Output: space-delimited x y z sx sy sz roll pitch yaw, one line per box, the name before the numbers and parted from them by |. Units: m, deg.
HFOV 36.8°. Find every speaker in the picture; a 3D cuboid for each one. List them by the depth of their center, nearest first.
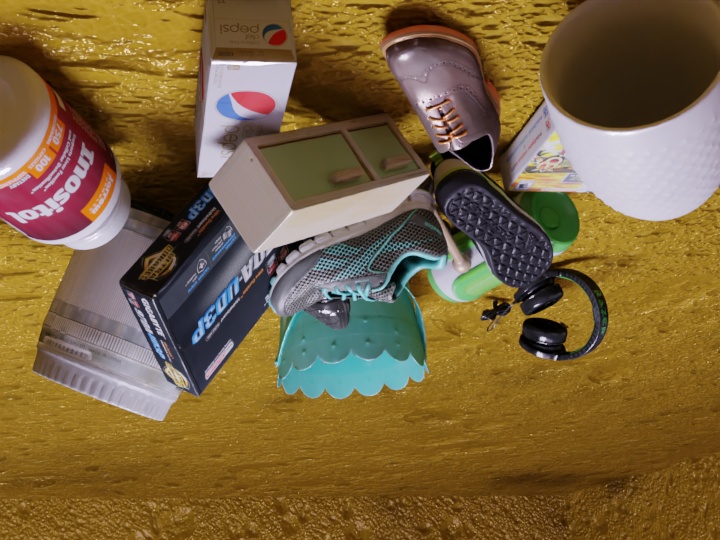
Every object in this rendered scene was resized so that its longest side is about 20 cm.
speaker | 0.163 -0.028 1.271 0.088 0.089 0.200 7 156 -32

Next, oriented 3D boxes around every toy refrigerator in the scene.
toy refrigerator | -0.030 -0.083 0.960 0.200 0.076 0.070 -19 161 -50

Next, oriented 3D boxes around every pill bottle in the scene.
pill bottle | -0.278 -0.091 0.936 0.113 0.113 0.200 -10 160 10

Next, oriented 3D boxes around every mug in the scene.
mug | 0.256 -0.143 0.901 0.200 0.148 0.175 -47 144 -7

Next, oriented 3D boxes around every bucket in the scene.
bucket | -0.015 0.082 1.441 0.206 0.135 0.207 -6 160 -2

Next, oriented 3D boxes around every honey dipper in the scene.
honey dipper | 0.084 -0.055 1.178 0.038 0.038 0.200 -13 145 19

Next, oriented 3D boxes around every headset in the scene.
headset | 0.257 0.060 1.511 0.200 0.124 0.094 -4 -175 40

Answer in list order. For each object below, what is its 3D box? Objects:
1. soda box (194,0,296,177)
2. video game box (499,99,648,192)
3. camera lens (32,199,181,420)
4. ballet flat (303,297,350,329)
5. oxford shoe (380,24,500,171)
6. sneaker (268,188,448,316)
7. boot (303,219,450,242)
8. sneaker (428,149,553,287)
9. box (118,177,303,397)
soda box | -0.100 -0.148 0.904 0.068 0.064 0.200 -2 159 -12
video game box | 0.263 -0.133 1.075 0.199 0.047 0.182 -1 156 -14
camera lens | -0.235 0.037 1.131 0.160 0.201 0.160 21 171 4
ballet flat | -0.087 0.011 1.208 0.066 0.200 0.057 -31 131 -27
oxford shoe | 0.079 -0.148 0.940 0.071 0.073 0.200 -15 157 25
sneaker | 0.000 0.000 1.087 0.200 0.091 0.078 -32 153 8
boot | 0.021 -0.050 1.194 0.200 0.066 0.165 13 161 -35
sneaker | 0.138 -0.062 1.145 0.072 0.083 0.200 -34 131 12
box | -0.136 -0.002 1.055 0.046 0.200 0.159 21 147 25
